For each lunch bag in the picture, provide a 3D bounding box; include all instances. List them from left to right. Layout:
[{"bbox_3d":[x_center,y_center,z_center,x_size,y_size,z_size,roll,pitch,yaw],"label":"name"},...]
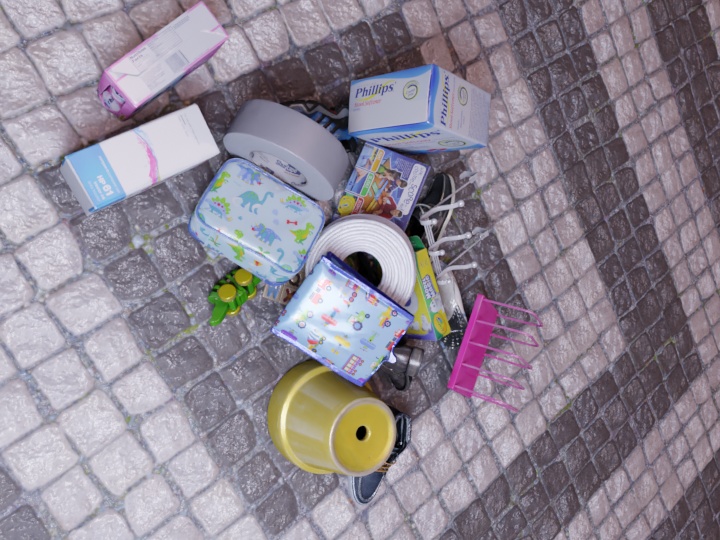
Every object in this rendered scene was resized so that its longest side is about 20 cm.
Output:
[{"bbox_3d":[-0.167,-0.082,1.000,0.200,0.082,0.161,30,59,-13],"label":"lunch bag"},{"bbox_3d":[-0.019,0.089,0.991,0.200,0.094,0.151,36,98,0],"label":"lunch bag"}]

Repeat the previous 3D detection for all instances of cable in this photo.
[{"bbox_3d":[0.000,0.000,1.060,0.199,0.069,0.200,15,98,3],"label":"cable"}]

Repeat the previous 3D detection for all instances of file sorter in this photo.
[{"bbox_3d":[0.285,0.174,1.234,0.139,0.125,0.200,37,71,-58],"label":"file sorter"}]

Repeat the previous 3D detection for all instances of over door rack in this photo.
[{"bbox_3d":[0.196,-0.085,1.159,0.200,0.066,0.148,-45,130,-39],"label":"over door rack"}]

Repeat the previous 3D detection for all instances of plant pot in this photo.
[{"bbox_3d":[-0.038,0.266,1.050,0.200,0.189,0.201,0,90,-30],"label":"plant pot"}]

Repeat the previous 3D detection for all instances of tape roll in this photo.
[{"bbox_3d":[-0.121,-0.193,0.986,0.200,0.200,0.066,30,77,-26],"label":"tape roll"}]

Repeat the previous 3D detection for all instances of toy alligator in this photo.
[{"bbox_3d":[-0.201,0.013,1.035,0.054,0.059,0.200,32,62,19],"label":"toy alligator"}]

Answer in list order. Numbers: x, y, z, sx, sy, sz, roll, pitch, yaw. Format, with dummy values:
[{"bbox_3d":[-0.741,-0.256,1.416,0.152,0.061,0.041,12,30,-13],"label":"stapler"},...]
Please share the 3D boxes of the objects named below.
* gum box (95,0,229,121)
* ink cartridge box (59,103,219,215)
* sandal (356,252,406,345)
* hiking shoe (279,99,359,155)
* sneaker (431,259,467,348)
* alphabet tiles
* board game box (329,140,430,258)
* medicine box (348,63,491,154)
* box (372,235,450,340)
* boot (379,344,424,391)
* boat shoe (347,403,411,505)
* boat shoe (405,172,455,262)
[{"bbox_3d":[-0.310,-0.316,0.926,0.200,0.113,0.066,-46,111,-21],"label":"gum box"},{"bbox_3d":[-0.330,-0.165,0.900,0.200,0.144,0.085,-33,106,-24],"label":"ink cartridge box"},{"bbox_3d":[0.030,0.061,1.144,0.048,0.075,0.201,-25,101,-3],"label":"sandal"},{"bbox_3d":[-0.084,-0.254,1.077,0.200,0.074,0.087,-4,92,-29],"label":"hiking shoe"},{"bbox_3d":[0.179,0.068,1.240,0.073,0.072,0.200,-61,138,-61],"label":"sneaker"},{"bbox_3d":[-0.071,-0.001,1.128,0.200,0.008,0.168,21,81,-28],"label":"alphabet tiles"},{"bbox_3d":[0.034,-0.129,1.128,0.135,0.034,0.200,23,77,3],"label":"board game box"},{"bbox_3d":[0.109,-0.285,1.093,0.200,0.182,0.103,3,90,-49],"label":"medicine box"},{"bbox_3d":[0.095,0.034,1.158,0.048,0.117,0.200,-23,101,-36],"label":"box"},{"bbox_3d":[0.023,0.157,1.131,0.174,0.200,0.069,18,64,3],"label":"boot"},{"bbox_3d":[0.037,0.359,1.148,0.071,0.091,0.201,18,82,-28],"label":"boat shoe"},{"bbox_3d":[0.135,-0.109,1.204,0.068,0.072,0.200,25,81,-32],"label":"boat shoe"}]
